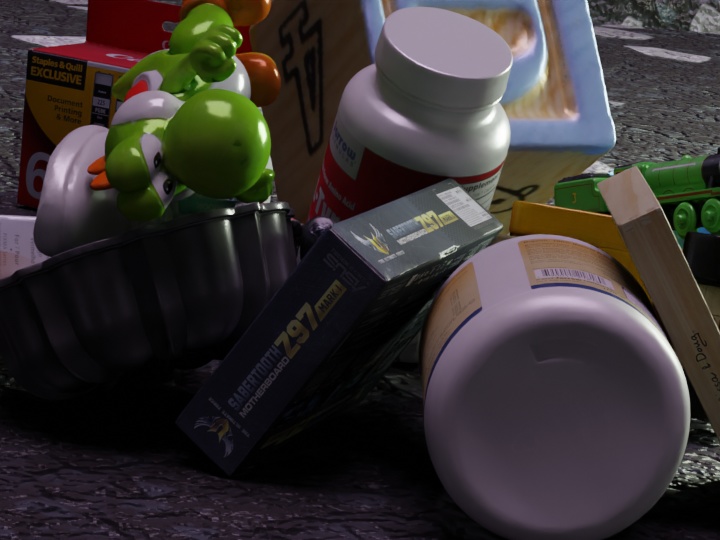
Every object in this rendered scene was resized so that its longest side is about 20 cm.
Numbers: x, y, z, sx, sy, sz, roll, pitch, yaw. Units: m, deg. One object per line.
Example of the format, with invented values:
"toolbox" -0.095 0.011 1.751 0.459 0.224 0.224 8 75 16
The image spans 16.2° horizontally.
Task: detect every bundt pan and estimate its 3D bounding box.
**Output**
"bundt pan" -0.125 0.025 1.512 0.201 0.076 0.202 -17 -7 -2

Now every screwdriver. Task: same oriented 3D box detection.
"screwdriver" -0.028 0.016 1.570 0.029 0.028 0.200 -5 -23 -7

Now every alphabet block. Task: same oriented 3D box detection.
"alphabet block" 0.049 -0.141 1.889 0.194 0.198 0.200 0 -20 -24

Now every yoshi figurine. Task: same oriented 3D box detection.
"yoshi figurine" -0.082 -0.093 1.466 0.112 0.112 0.200 36 34 -9

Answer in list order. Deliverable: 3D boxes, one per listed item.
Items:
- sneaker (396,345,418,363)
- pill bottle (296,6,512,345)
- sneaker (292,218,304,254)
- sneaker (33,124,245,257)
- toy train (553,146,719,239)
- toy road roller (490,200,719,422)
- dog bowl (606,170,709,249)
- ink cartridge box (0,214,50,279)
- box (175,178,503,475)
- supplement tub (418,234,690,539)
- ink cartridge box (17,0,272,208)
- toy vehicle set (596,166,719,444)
"sneaker" 0.000 -0.001 1.782 0.113 0.073 0.201 3 21 10
"pill bottle" 0.031 -0.061 1.619 0.111 0.201 0.113 11 33 -7
"sneaker" -0.117 -0.015 1.815 0.200 0.071 0.098 13 -16 -35
"sneaker" -0.121 -0.046 1.515 0.088 0.076 0.200 15 16 20
"toy train" 0.198 -0.047 1.713 0.042 0.057 0.200 0 -4 -32
"toy road roller" 0.175 0.031 1.667 0.199 0.124 0.146 10 0 5
"dog bowl" 0.268 -0.028 1.791 0.199 0.050 0.111 11 14 20
"ink cartridge box" -0.189 0.006 1.646 0.199 0.051 0.162 5 -13 -20
"box" -0.009 0.030 1.493 0.051 0.158 0.200 42 23 11
"supplement tub" 0.105 0.060 1.430 0.143 0.145 0.200 6 13 -1
"ink cartridge box" -0.171 -0.125 2.048 0.199 0.177 0.084 12 14 27
"toy vehicle set" 0.195 0.044 1.457 0.026 0.201 0.124 -25 10 5
